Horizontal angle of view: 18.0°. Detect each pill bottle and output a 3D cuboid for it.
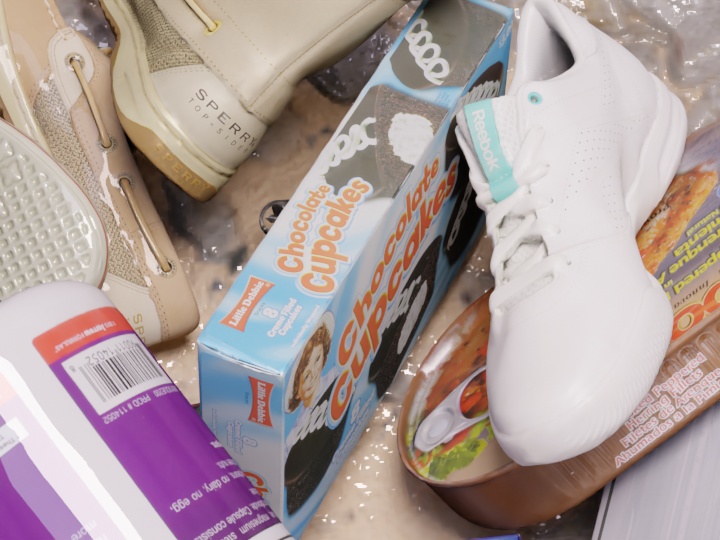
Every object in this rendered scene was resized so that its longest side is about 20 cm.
[{"bbox_3d":[-0.076,0.110,0.751,0.112,0.113,0.200,-35,82,-17],"label":"pill bottle"}]

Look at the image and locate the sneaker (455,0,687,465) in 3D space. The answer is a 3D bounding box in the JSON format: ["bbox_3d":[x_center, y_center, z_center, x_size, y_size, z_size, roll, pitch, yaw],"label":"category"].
[{"bbox_3d":[0.064,-0.020,0.815,0.075,0.089,0.201,-25,33,31],"label":"sneaker"}]

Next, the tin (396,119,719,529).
[{"bbox_3d":[0.101,0.019,0.845,0.200,0.042,0.112,-38,23,13],"label":"tin"}]

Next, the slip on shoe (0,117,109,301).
[{"bbox_3d":[-0.168,-0.031,0.884,0.199,0.061,0.075,21,88,34],"label":"slip on shoe"}]

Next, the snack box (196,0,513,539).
[{"bbox_3d":[0.000,0.000,0.845,0.037,0.117,0.200,20,52,15],"label":"snack box"}]

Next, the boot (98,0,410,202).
[{"bbox_3d":[-0.032,-0.134,0.901,0.155,0.073,0.200,-39,31,17],"label":"boot"}]

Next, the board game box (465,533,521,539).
[{"bbox_3d":[-0.031,0.176,0.816,0.198,0.045,0.135,-6,63,-4],"label":"board game box"}]

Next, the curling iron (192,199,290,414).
[{"bbox_3d":[-0.060,0.049,0.889,0.050,0.026,0.201,42,70,-21],"label":"curling iron"}]

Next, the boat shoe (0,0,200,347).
[{"bbox_3d":[-0.117,-0.058,0.928,0.064,0.071,0.201,-13,74,-13],"label":"boat shoe"}]

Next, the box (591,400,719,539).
[{"bbox_3d":[0.145,0.091,0.813,0.060,0.116,0.201,39,52,-30],"label":"box"}]
